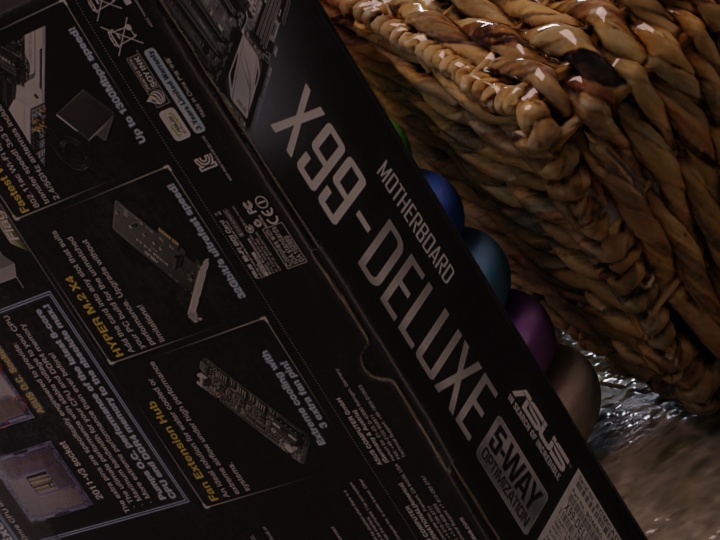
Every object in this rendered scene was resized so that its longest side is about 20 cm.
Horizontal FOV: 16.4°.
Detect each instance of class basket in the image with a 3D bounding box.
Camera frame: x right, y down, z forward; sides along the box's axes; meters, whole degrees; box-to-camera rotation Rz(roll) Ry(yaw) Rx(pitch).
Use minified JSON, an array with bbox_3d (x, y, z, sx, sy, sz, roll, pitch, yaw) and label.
[{"bbox_3d":[0.084,-0.069,0.701,0.149,0.143,0.200,-41,34,-7],"label":"basket"}]

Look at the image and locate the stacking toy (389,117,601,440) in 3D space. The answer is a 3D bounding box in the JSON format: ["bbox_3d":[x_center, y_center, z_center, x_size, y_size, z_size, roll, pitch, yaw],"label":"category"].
[{"bbox_3d":[-0.016,-0.024,0.672,0.085,0.201,0.085,-29,16,9],"label":"stacking toy"}]

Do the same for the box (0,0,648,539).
[{"bbox_3d":[-0.044,0.027,0.567,0.157,0.201,0.050,-19,22,37],"label":"box"}]
